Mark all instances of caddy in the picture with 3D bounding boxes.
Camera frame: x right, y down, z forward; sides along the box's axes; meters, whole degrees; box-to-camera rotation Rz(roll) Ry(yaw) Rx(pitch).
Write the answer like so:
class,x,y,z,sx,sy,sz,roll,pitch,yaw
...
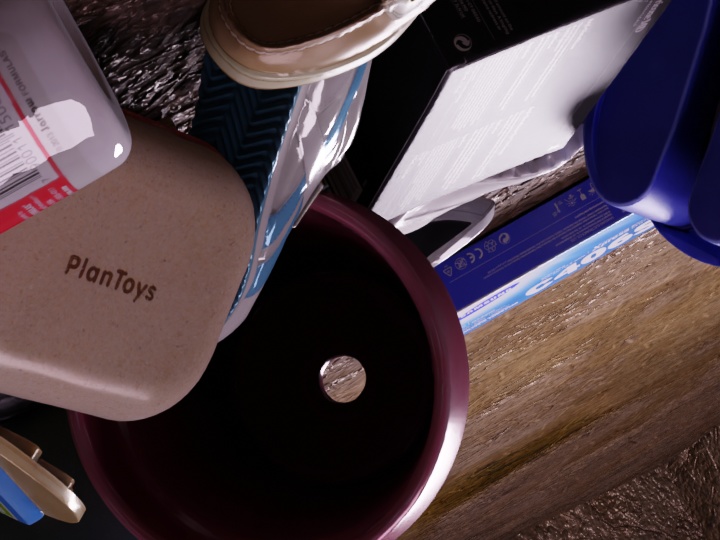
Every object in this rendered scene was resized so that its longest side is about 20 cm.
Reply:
class,x,y,z,sx,sy,sz,roll,pitch,yaw
caddy,0.213,-0.101,1.298,0.105,0.141,0.201,0,109,-57

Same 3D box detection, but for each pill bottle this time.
class,x,y,z,sx,sy,sz,roll,pitch,yaw
pill bottle,-0.191,-0.042,0.832,0.199,0.113,0.112,-29,167,-1

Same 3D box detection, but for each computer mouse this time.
class,x,y,z,sx,sy,sz,roll,pitch,yaw
computer mouse,0.000,0.000,1.545,0.199,0.044,0.110,-36,-173,10

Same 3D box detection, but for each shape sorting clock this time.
class,x,y,z,sx,sy,sz,roll,pitch,yaw
shape sorting clock,-0.208,0.056,1.041,0.200,0.199,0.039,96,20,-74

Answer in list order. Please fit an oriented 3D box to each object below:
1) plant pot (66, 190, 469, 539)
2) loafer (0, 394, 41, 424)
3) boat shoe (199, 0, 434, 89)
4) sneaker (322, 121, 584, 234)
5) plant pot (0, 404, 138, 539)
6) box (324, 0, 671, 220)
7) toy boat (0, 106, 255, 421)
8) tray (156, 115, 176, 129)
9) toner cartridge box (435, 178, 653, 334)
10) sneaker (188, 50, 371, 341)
class,x,y,z,sx,sy,sz,roll,pitch,yaw
plant pot,-0.033,0.057,1.219,0.199,0.201,0.179,-32,172,11
loafer,-0.171,0.029,1.283,0.199,0.068,0.071,-20,130,-11
boat shoe,0.018,-0.148,0.991,0.199,0.074,0.066,-35,167,-23
sneaker,0.048,-0.069,1.367,0.199,0.078,0.099,-21,175,-1
plant pot,-0.147,0.129,1.338,0.198,0.136,0.200,-4,160,-2
box,0.062,-0.111,1.193,0.140,0.079,0.200,-20,164,-21
toy boat,-0.151,-0.020,1.011,0.199,0.130,0.131,21,93,-46
tray,-0.180,-0.006,1.170,0.199,0.037,0.099,-25,166,-16
toner cartridge box,0.141,-0.017,1.801,0.199,0.043,0.095,-30,166,2
sneaker,-0.046,-0.047,1.095,0.081,0.076,0.201,-15,138,-53
